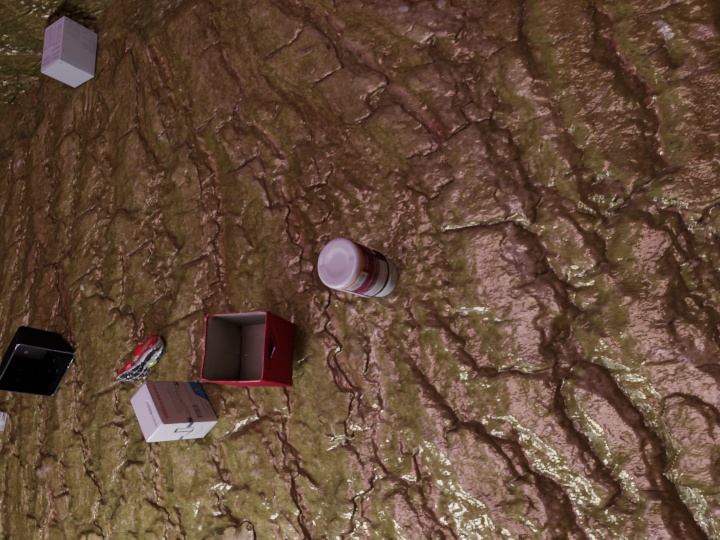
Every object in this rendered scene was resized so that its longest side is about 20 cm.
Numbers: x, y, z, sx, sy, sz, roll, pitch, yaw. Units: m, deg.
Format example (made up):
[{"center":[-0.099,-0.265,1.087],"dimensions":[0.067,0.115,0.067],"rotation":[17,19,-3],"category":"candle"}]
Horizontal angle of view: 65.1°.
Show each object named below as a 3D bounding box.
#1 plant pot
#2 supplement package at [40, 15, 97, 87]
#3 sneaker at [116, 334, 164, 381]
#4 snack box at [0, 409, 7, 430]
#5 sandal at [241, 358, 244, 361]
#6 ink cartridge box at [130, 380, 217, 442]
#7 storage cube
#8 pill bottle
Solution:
[{"center":[-1.201,0.318,2.075],"dimensions":[0.200,0.199,0.177],"rotation":[-57,44,11],"category":"plant pot"},{"center":[-1.212,-0.907,2.349],"dimensions":[0.150,0.151,0.202],"rotation":[-10,75,32],"category":"supplement package"},{"center":[-0.710,0.283,1.822],"dimensions":[0.200,0.077,0.085],"rotation":[-40,55,8],"category":"sneaker"},{"center":[-1.512,0.596,2.312],"dimensions":[0.199,0.024,0.073],"rotation":[6,84,34],"category":"snack box"},{"center":[-0.302,0.233,1.570],"dimensions":[0.199,0.043,0.077],"rotation":[29,97,34],"category":"sandal"},{"center":[-0.524,0.394,1.590],"dimensions":[0.084,0.199,0.146],"rotation":[-47,59,16],"category":"ink cartridge box"},{"center":[-0.281,0.209,1.454],"dimensions":[0.198,0.180,0.173],"rotation":[-4,73,18],"category":"storage cube"},{"center":[0.000,0.000,1.323],"dimensions":[0.113,0.199,0.115],"rotation":[-7,76,31],"category":"pill bottle"}]
